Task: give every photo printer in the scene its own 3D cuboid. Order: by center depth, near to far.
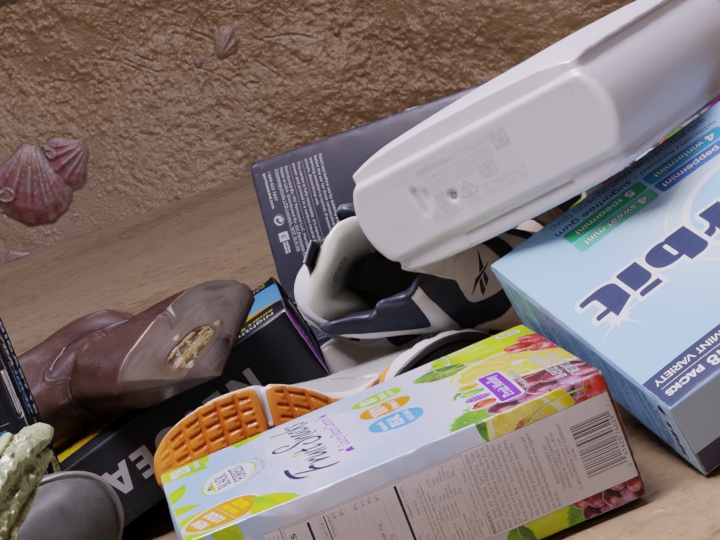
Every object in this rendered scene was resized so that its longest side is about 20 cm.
[{"bbox_3d":[0.107,-0.082,1.339,0.166,0.070,0.200,-27,4,37],"label":"photo printer"}]

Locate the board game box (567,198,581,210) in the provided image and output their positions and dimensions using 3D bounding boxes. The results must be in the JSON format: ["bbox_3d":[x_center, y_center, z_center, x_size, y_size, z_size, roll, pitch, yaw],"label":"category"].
[{"bbox_3d":[0.212,-0.049,1.772,0.101,0.048,0.200,-17,8,24],"label":"board game box"}]

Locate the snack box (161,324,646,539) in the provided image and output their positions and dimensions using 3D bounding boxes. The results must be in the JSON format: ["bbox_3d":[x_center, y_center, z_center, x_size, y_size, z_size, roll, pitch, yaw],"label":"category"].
[{"bbox_3d":[0.013,0.099,1.189,0.200,0.068,0.169,-24,8,-6],"label":"snack box"}]

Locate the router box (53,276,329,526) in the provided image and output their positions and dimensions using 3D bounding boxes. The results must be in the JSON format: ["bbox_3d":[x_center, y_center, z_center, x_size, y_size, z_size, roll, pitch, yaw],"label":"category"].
[{"bbox_3d":[-0.114,0.089,1.493,0.200,0.051,0.149,-37,8,0],"label":"router box"}]

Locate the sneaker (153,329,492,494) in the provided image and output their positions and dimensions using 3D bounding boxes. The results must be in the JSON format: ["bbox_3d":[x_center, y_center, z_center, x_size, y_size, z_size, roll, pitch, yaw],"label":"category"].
[{"bbox_3d":[-0.014,0.087,1.381,0.200,0.076,0.092,-14,-1,-8],"label":"sneaker"}]

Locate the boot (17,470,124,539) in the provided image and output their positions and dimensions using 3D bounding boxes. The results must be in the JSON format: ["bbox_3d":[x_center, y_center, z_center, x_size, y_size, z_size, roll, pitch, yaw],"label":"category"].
[{"bbox_3d":[-0.167,0.161,1.232,0.182,0.073,0.200,-38,7,-20],"label":"boot"}]

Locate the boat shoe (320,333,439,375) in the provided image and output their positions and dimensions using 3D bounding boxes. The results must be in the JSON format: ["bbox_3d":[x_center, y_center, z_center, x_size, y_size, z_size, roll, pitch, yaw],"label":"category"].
[{"bbox_3d":[0.056,0.036,1.553,0.200,0.072,0.069,-31,10,0],"label":"boat shoe"}]

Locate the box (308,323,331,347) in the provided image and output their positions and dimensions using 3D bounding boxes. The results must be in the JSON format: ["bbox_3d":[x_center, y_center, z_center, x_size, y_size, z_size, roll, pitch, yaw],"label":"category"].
[{"bbox_3d":[-0.079,0.077,1.653,0.200,0.051,0.158,-20,6,-4],"label":"box"}]

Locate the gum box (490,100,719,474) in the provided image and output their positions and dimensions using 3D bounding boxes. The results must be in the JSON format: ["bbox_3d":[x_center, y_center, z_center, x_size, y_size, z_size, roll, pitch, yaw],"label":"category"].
[{"bbox_3d":[0.176,-0.004,1.215,0.170,0.045,0.200,-35,28,-6],"label":"gum box"}]

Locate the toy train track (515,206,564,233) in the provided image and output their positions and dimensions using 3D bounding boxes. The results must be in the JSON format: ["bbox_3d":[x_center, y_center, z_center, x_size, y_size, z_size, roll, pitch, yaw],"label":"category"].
[{"bbox_3d":[0.091,-0.013,1.469,0.200,0.033,0.115,14,-11,39],"label":"toy train track"}]

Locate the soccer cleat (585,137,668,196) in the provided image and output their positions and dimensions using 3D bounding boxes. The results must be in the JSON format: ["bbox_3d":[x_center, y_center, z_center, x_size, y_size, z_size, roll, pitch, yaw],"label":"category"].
[{"bbox_3d":[0.216,-0.025,1.421,0.200,0.078,0.069,19,62,34],"label":"soccer cleat"}]

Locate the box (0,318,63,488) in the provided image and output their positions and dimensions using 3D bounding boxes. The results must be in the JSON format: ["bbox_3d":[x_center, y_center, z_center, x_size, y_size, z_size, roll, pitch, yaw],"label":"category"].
[{"bbox_3d":[-0.259,0.130,1.360,0.200,0.159,0.046,-22,6,0],"label":"box"}]

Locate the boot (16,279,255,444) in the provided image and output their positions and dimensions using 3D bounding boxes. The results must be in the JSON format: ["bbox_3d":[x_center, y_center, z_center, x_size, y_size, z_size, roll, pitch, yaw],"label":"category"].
[{"bbox_3d":[-0.160,0.073,1.420,0.186,0.064,0.200,-44,17,-25],"label":"boot"}]

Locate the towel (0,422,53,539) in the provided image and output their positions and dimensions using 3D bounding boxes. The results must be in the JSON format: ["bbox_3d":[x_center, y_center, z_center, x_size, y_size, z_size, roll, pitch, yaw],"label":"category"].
[{"bbox_3d":[-0.213,0.159,1.138,0.148,0.036,0.200,-36,21,42],"label":"towel"}]

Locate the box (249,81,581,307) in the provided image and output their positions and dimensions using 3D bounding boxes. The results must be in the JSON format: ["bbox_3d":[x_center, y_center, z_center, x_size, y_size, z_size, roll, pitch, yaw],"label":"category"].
[{"bbox_3d":[0.051,-0.046,1.786,0.182,0.104,0.200,-17,-8,18],"label":"box"}]

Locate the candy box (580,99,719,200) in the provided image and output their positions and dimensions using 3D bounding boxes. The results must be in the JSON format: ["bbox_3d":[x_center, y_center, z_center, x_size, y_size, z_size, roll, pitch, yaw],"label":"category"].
[{"bbox_3d":[0.218,-0.059,1.490,0.061,0.137,0.200,-25,9,-42],"label":"candy box"}]

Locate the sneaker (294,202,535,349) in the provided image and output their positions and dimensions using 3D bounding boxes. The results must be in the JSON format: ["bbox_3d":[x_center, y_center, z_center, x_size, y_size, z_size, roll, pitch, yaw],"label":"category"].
[{"bbox_3d":[0.000,0.000,1.423,0.129,0.080,0.199,14,-4,-40],"label":"sneaker"}]
